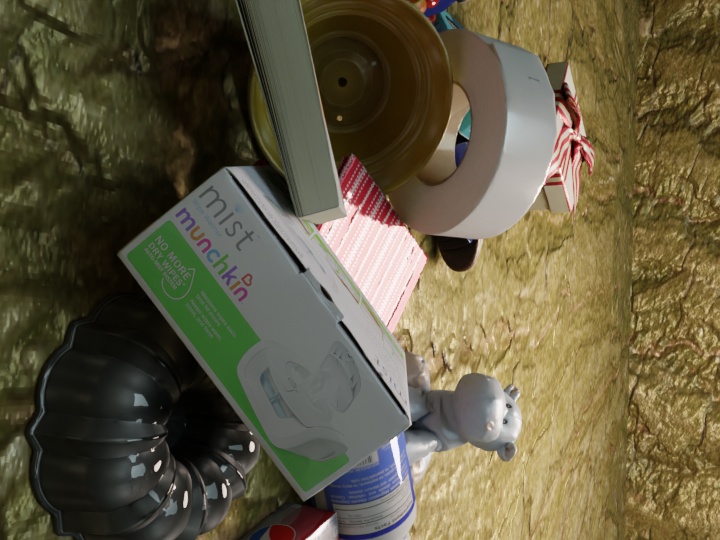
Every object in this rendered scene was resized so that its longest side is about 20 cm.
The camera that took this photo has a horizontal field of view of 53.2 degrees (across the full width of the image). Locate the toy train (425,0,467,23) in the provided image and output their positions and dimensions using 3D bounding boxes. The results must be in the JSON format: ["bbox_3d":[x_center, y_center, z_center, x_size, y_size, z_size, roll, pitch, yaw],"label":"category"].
[{"bbox_3d":[0.083,-0.373,0.885,0.199,0.084,0.117,-33,97,-40],"label":"toy train"}]

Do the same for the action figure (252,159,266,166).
[{"bbox_3d":[-0.050,-0.021,0.705,0.052,0.064,0.202,-87,166,-50],"label":"action figure"}]

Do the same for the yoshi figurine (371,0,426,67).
[{"bbox_3d":[0.046,-0.236,0.830,0.202,0.109,0.114,78,8,-51],"label":"yoshi figurine"}]

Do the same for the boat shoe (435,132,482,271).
[{"bbox_3d":[0.149,-0.104,1.049,0.075,0.073,0.207,-20,107,-64],"label":"boat shoe"}]

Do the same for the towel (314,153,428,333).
[{"bbox_3d":[0.000,0.000,0.713,0.147,0.022,0.200,-64,144,-17],"label":"towel"}]

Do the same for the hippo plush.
[{"bbox_3d":[0.119,0.205,0.912,0.201,0.158,0.162,53,47,-46],"label":"hippo plush"}]

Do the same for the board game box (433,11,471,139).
[{"bbox_3d":[0.153,-0.246,0.967,0.150,0.047,0.203,20,44,-49],"label":"board game box"}]

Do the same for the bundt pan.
[{"bbox_3d":[-0.141,0.115,0.544,0.201,0.074,0.207,-2,92,-61],"label":"bundt pan"}]

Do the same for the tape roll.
[{"bbox_3d":[0.104,-0.136,0.735,0.070,0.201,0.207,4,87,-32],"label":"tape roll"}]

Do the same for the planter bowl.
[{"bbox_3d":[-0.014,-0.178,0.709,0.084,0.197,0.203,-111,-177,-62],"label":"planter bowl"}]

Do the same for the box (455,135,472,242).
[{"bbox_3d":[0.161,-0.124,0.971,0.200,0.032,0.123,-47,120,-60],"label":"box"}]

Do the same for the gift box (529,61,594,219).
[{"bbox_3d":[0.263,-0.188,1.133,0.185,0.184,0.203,50,48,-48],"label":"gift box"}]

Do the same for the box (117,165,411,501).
[{"bbox_3d":[-0.054,0.029,0.528,0.201,0.096,0.177,54,7,-6],"label":"box"}]

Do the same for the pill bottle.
[{"bbox_3d":[0.000,0.220,0.755,0.112,0.110,0.204,-38,123,-53],"label":"pill bottle"}]

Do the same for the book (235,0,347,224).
[{"bbox_3d":[-0.049,-0.141,0.563,0.134,0.047,0.204,-24,99,-87],"label":"book"}]

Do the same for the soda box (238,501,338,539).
[{"bbox_3d":[-0.093,0.285,0.641,0.199,0.062,0.072,-20,108,-59],"label":"soda box"}]
